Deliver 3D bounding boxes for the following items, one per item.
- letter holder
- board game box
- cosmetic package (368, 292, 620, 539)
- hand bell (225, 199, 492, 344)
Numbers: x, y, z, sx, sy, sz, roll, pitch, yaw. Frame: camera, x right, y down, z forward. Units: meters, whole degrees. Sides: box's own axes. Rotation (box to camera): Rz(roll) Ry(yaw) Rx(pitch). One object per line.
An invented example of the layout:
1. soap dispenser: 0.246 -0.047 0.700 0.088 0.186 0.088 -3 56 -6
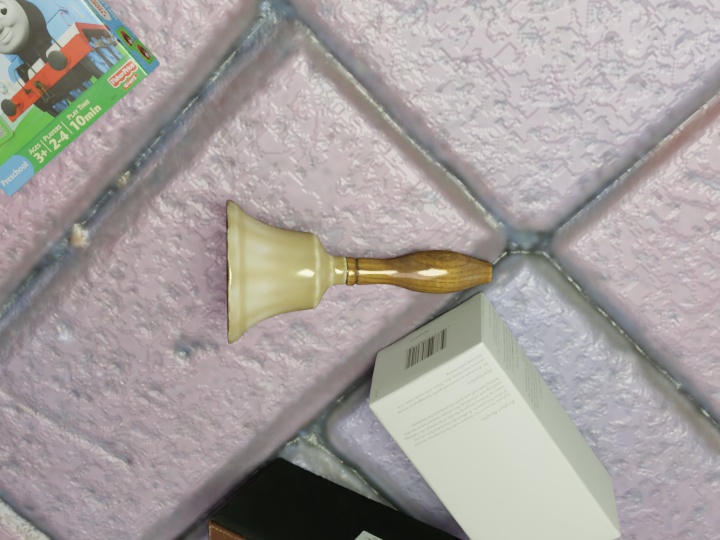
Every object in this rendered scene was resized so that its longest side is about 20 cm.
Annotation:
1. letter holder: -0.015 0.266 0.891 0.198 0.100 0.144 19 121 25
2. board game box: -0.264 -0.174 0.789 0.151 0.037 0.200 -36 106 20
3. cosmetic package: 0.105 0.134 0.866 0.107 0.085 0.201 -29 110 18
4. hand bell: 0.000 0.000 0.827 0.197 0.104 0.105 -1 115 -7
